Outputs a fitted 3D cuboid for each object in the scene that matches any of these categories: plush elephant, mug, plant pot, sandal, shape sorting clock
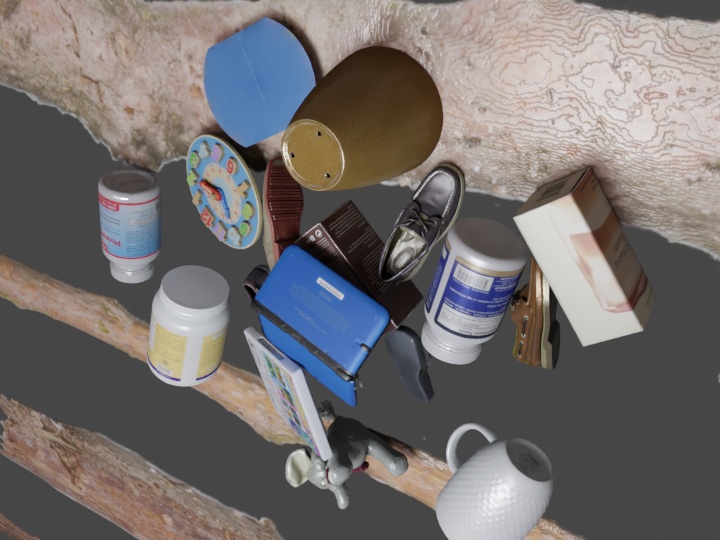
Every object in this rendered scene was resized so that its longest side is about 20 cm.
[{"bbox_3d":[-0.044,0.361,1.299,0.200,0.165,0.155,42,122,42],"label":"plush elephant"},{"bbox_3d":[0.215,0.342,1.151,0.200,0.148,0.175,54,128,34],"label":"mug"},{"bbox_3d":[-0.014,-0.183,0.937,0.186,0.200,0.186,15,124,24],"label":"plant pot"},{"bbox_3d":[0.086,0.145,1.140,0.076,0.043,0.200,33,156,31],"label":"sandal"},{"bbox_3d":[-0.232,-0.129,1.169,0.200,0.039,0.200,32,138,35],"label":"shape sorting clock"}]

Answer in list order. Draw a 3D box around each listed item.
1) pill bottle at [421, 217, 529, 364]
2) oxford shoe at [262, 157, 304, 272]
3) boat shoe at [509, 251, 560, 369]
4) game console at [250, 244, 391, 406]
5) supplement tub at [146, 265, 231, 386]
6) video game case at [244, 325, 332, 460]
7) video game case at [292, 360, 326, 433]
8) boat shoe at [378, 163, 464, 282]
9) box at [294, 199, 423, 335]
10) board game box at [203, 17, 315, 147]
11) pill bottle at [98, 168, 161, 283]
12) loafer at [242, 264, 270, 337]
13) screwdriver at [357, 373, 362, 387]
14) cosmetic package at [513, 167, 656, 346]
[{"bbox_3d":[0.157,0.033,1.011,0.116,0.116,0.200,27,127,16],"label":"pill bottle"},{"bbox_3d":[-0.135,-0.080,1.126,0.075,0.070,0.200,-13,79,53],"label":"oxford shoe"},{"bbox_3d":[0.244,0.056,0.999,0.068,0.072,0.200,7,120,27],"label":"boat shoe"},{"bbox_3d":[-0.056,0.085,1.063,0.200,0.118,0.171,35,96,21],"label":"game console"},{"bbox_3d":[-0.324,0.105,1.325,0.145,0.145,0.200,30,127,14],"label":"supplement tub"},{"bbox_3d":[-0.126,0.211,1.213,0.182,0.024,0.200,30,143,50],"label":"video game case"},{"bbox_3d":[-0.136,0.212,1.296,0.200,0.018,0.143,18,131,58],"label":"video game case"},{"bbox_3d":[0.085,-0.061,1.018,0.072,0.065,0.200,35,117,9],"label":"boat shoe"},{"bbox_3d":[0.000,0.000,1.099,0.075,0.100,0.200,-34,95,41],"label":"box"},{"bbox_3d":[-0.148,-0.286,1.066,0.200,0.039,0.158,-16,102,31],"label":"board game box"},{"bbox_3d":[-0.427,-0.080,1.306,0.109,0.109,0.200,23,126,18],"label":"pill bottle"},{"bbox_3d":[-0.164,0.090,1.272,0.072,0.063,0.200,-4,114,34],"label":"loafer"},{"bbox_3d":[-0.020,0.103,1.096,0.029,0.028,0.200,-16,114,13],"label":"screwdriver"},{"bbox_3d":[0.294,-0.017,0.909,0.087,0.103,0.200,-22,105,39],"label":"cosmetic package"}]
